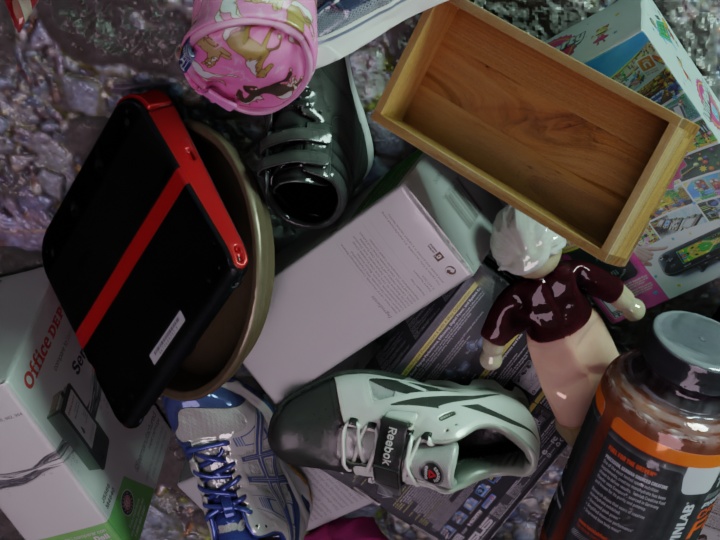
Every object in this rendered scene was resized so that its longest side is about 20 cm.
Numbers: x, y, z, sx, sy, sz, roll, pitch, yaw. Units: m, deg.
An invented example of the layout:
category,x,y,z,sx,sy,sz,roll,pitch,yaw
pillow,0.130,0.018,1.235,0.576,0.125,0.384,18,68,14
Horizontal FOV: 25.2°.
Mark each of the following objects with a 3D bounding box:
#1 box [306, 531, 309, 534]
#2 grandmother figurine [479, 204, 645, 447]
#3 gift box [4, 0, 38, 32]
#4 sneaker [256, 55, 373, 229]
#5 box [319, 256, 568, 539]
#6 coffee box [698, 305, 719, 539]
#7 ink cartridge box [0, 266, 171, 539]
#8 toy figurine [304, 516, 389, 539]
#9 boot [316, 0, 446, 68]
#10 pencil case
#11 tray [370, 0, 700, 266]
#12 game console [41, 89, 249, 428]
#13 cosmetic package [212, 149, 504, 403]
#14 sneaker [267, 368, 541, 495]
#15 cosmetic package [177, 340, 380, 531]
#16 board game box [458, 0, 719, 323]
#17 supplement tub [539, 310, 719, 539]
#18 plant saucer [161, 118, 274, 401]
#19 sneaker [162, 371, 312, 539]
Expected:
category,x,y,z,sx,sy,sz,roll,pitch,yaw
box,-0.045,0.314,1.424,0.047,0.122,0.200,-22,122,35
grandmother figurine,0.138,0.035,1.139,0.121,0.061,0.201,-27,124,-5
gift box,-0.296,-0.223,0.994,0.183,0.187,0.202,-8,112,14
sneaker,-0.045,-0.116,1.095,0.070,0.100,0.201,-10,125,20
box,0.082,0.104,1.226,0.161,0.049,0.201,33,102,-24
coffee box,0.269,0.130,1.228,0.079,0.115,0.201,21,128,-7
ink cartridge box,-0.244,0.119,1.289,0.083,0.146,0.201,-15,125,20
toy figurine,0.015,0.285,1.365,0.183,0.151,0.200,27,126,-16
boot,-0.001,-0.199,1.020,0.199,0.073,0.091,-27,117,-3
pencil case,-0.069,-0.193,0.975,0.086,0.202,0.083,-4,147,3
tray,0.108,-0.094,1.030,0.199,0.037,0.099,34,103,30
game console,-0.160,-0.010,1.169,0.031,0.178,0.200,-8,147,-42
cosmetic package,0.000,0.000,1.167,0.199,0.108,0.085,-34,100,30
sneaker,0.034,0.120,1.151,0.198,0.089,0.075,-3,114,-7
cosmetic package,-0.041,0.148,1.325,0.199,0.072,0.102,-27,119,27
board game box,0.183,-0.074,1.112,0.147,0.065,0.200,-27,118,28
supplement tub,0.202,0.129,1.119,0.106,0.107,0.201,15,120,-3
plant saucer,-0.122,-0.008,1.162,0.029,0.201,0.200,0,142,-40
sneaker,-0.091,0.163,1.231,0.075,0.089,0.201,-13,130,22
